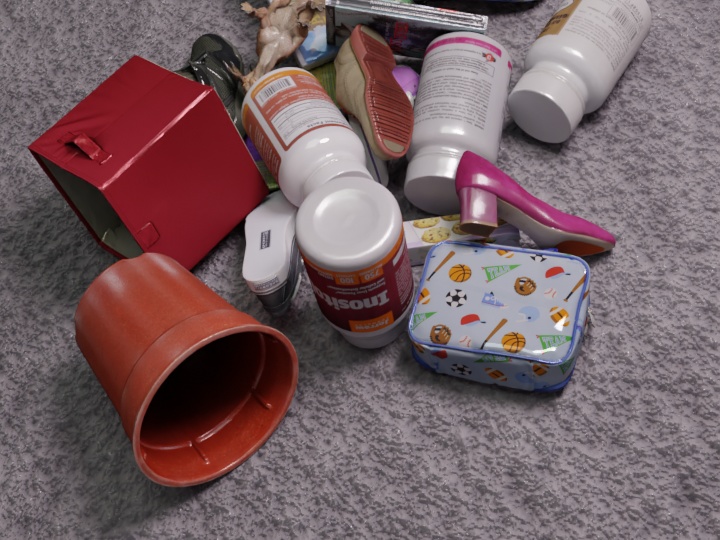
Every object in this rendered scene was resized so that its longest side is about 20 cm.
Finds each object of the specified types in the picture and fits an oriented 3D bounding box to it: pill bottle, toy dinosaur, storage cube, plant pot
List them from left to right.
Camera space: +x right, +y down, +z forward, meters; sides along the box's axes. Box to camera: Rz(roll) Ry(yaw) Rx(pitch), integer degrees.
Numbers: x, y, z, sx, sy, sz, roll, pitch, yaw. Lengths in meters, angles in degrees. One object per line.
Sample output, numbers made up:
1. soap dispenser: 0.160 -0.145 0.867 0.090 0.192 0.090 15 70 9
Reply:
1. storage cube: -0.248 -0.120 1.300 0.170 0.201 0.180 27 64 41
2. plant pot: -0.203 0.092 1.178 0.200 0.202 0.195 -39 51 -15
3. toy dinosaur: -0.110 -0.298 1.408 0.085 0.136 0.201 32 49 0
4. pill bottle: -0.060 -0.145 1.302 0.111 0.113 0.201 -27 51 -7
5. pill bottle: 0.000 0.000 1.181 0.112 0.201 0.114 -5 57 7
6. pill bottle: 0.116 -0.176 1.320 0.112 0.114 0.202 6 65 14
7. pill bottle: 0.267 -0.260 1.348 0.114 0.115 0.201 25 66 24

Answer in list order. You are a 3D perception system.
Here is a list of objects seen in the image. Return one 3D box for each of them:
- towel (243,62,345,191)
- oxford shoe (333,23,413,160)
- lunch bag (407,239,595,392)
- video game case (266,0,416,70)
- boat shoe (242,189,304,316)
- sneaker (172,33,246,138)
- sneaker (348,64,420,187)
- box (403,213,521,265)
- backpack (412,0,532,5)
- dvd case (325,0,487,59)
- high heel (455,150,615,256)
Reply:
1. towel: -0.087 -0.188 1.426 0.142 0.023 0.202 -10 57 3
2. oxford shoe: 0.012 -0.202 1.313 0.075 0.070 0.202 -40 45 35
3. lunch bag: 0.158 0.044 1.201 0.198 0.076 0.161 9 57 17
4. video game case: -0.039 -0.390 1.486 0.180 0.022 0.202 -24 75 -8
5. boat shoe: -0.095 -0.023 1.297 0.071 0.068 0.201 -15 34 10
6. sneaker: -0.211 -0.258 1.433 0.076 0.114 0.201 -30 49 25
7. sneaker: 0.042 -0.188 1.373 0.113 0.073 0.202 -8 57 2
8. box: 0.089 -0.036 1.284 0.197 0.039 0.042 -7 56 6
9. backpack: 0.173 -0.452 1.458 0.197 0.148 0.185 5 56 -4
10. dvd case: 0.054 -0.303 1.378 0.198 0.146 0.022 10 83 0
11. high heel: 0.201 -0.077 1.234 0.198 0.067 0.097 12 66 -21
